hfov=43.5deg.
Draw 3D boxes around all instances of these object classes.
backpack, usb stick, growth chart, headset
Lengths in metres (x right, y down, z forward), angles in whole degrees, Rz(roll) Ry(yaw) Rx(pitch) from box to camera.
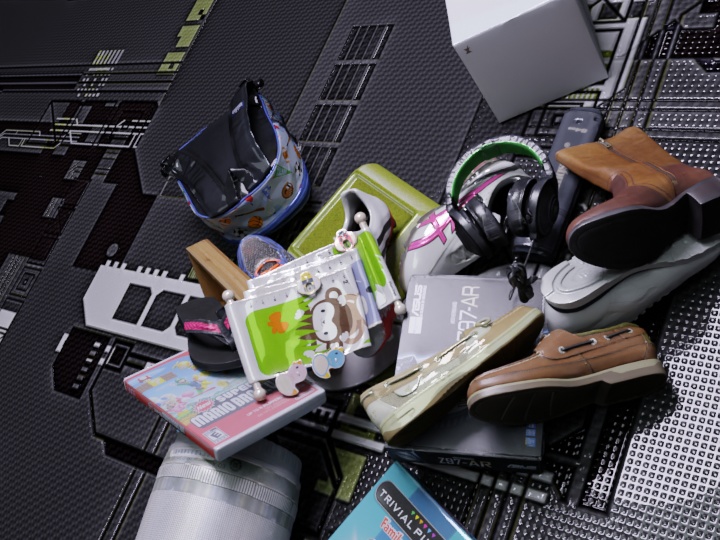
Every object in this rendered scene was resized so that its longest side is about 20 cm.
[{"bbox_3d":[-0.160,-0.129,1.249,0.200,0.154,0.191,-41,38,13],"label":"backpack"},{"bbox_3d":[0.230,-0.101,1.040,0.055,0.033,0.202,9,67,39],"label":"usb stick"},{"bbox_3d":[-0.050,0.042,0.975,0.198,0.018,0.146,-28,73,-6],"label":"growth chart"},{"bbox_3d":[0.152,-0.061,0.956,0.122,0.094,0.202,-19,60,18],"label":"headset"}]

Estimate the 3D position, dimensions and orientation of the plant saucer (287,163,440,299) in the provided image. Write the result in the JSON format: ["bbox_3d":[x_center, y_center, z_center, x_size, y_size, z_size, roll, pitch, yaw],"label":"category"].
[{"bbox_3d":[0.000,-0.038,1.148,0.200,0.048,0.199,-49,46,-3],"label":"plant saucer"}]

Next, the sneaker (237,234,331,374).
[{"bbox_3d":[-0.085,0.030,1.099,0.075,0.079,0.201,-35,70,-11],"label":"sneaker"}]

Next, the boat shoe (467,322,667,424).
[{"bbox_3d":[0.191,0.097,0.872,0.197,0.072,0.069,-6,56,-12],"label":"boat shoe"}]

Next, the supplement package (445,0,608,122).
[{"bbox_3d":[0.200,-0.329,1.129,0.150,0.151,0.202,-20,51,22],"label":"supplement package"}]

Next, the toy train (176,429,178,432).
[{"bbox_3d":[-0.138,0.174,1.087,0.198,0.084,0.117,18,83,39],"label":"toy train"}]

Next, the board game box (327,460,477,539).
[{"bbox_3d":[0.023,0.317,0.898,0.200,0.047,0.151,-49,46,-2],"label":"board game box"}]

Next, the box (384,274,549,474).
[{"bbox_3d":[0.118,0.103,0.947,0.158,0.044,0.202,3,61,16],"label":"box"}]

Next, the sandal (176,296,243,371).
[{"bbox_3d":[-0.178,0.064,1.070,0.074,0.046,0.200,-15,26,-21],"label":"sandal"}]

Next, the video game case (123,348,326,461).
[{"bbox_3d":[-0.152,0.132,0.993,0.142,0.018,0.199,-24,30,-35],"label":"video game case"}]

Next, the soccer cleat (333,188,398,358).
[{"bbox_3d":[0.000,0.000,1.031,0.068,0.085,0.203,-14,58,32],"label":"soccer cleat"}]

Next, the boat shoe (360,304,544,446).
[{"bbox_3d":[0.093,0.091,0.893,0.200,0.073,0.063,-38,63,0],"label":"boat shoe"}]

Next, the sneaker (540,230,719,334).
[{"bbox_3d":[0.275,0.010,0.914,0.198,0.081,0.077,-22,33,-4],"label":"sneaker"}]

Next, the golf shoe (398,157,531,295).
[{"bbox_3d":[0.121,-0.046,1.044,0.201,0.073,0.092,-53,36,-6],"label":"golf shoe"}]

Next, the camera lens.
[{"bbox_3d":[-0.157,0.285,0.965,0.158,0.160,0.202,-2,60,33],"label":"camera lens"}]

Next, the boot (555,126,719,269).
[{"bbox_3d":[0.257,-0.090,0.930,0.186,0.069,0.200,-21,35,-8],"label":"boot"}]

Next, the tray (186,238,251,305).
[{"bbox_3d":[-0.160,0.038,1.144,0.037,0.100,0.200,-26,30,-19],"label":"tray"}]
